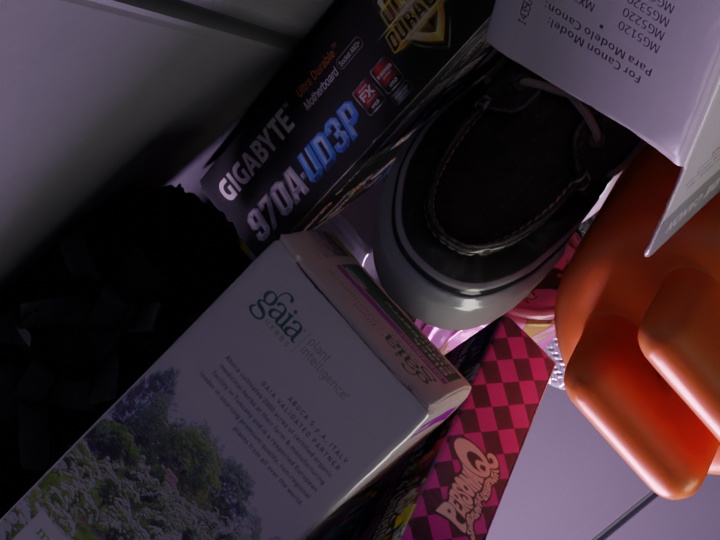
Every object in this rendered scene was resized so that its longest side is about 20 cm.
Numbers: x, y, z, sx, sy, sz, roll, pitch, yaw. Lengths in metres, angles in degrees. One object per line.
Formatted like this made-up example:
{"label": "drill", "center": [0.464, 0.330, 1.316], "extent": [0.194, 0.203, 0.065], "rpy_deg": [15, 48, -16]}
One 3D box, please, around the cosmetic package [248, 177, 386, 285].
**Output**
{"label": "cosmetic package", "center": [0.000, 0.000, 0.936], "extent": [0.101, 0.074, 0.201], "rpy_deg": [-30, 157, -27]}

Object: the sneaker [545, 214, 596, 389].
{"label": "sneaker", "center": [0.110, -0.009, 1.000], "extent": [0.113, 0.199, 0.076], "rpy_deg": [-22, 134, -38]}

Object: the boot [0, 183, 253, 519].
{"label": "boot", "center": [-0.107, 0.038, 0.745], "extent": [0.163, 0.073, 0.198], "rpy_deg": [-47, 178, 8]}

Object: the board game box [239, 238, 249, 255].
{"label": "board game box", "center": [-0.038, -0.005, 1.115], "extent": [0.101, 0.048, 0.200], "rpy_deg": [-41, 177, 1]}

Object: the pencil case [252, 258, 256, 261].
{"label": "pencil case", "center": [-0.056, 0.039, 0.845], "extent": [0.089, 0.078, 0.200], "rpy_deg": [-45, -167, -20]}

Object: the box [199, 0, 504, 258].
{"label": "box", "center": [0.038, -0.097, 0.735], "extent": [0.159, 0.046, 0.200], "rpy_deg": [-38, 176, -38]}

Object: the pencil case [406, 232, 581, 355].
{"label": "pencil case", "center": [0.026, 0.050, 0.866], "extent": [0.201, 0.086, 0.083], "rpy_deg": [123, -29, -42]}

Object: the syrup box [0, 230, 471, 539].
{"label": "syrup box", "center": [-0.060, 0.083, 0.668], "extent": [0.200, 0.079, 0.081], "rpy_deg": [-45, 171, 10]}

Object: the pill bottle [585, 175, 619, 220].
{"label": "pill bottle", "center": [0.121, -0.105, 0.982], "extent": [0.116, 0.116, 0.200], "rpy_deg": [-42, 176, 39]}

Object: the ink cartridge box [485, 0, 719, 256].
{"label": "ink cartridge box", "center": [0.136, -0.129, 0.624], "extent": [0.200, 0.084, 0.177], "rpy_deg": [-37, 154, -39]}

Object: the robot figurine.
{"label": "robot figurine", "center": [0.144, -0.003, 0.721], "extent": [0.200, 0.116, 0.145], "rpy_deg": [-53, 154, -45]}

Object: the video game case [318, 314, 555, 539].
{"label": "video game case", "center": [-0.018, 0.124, 0.717], "extent": [0.181, 0.036, 0.200], "rpy_deg": [-41, -169, 35]}

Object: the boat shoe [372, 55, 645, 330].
{"label": "boat shoe", "center": [0.071, -0.061, 0.705], "extent": [0.200, 0.072, 0.071], "rpy_deg": [-51, 176, -38]}
